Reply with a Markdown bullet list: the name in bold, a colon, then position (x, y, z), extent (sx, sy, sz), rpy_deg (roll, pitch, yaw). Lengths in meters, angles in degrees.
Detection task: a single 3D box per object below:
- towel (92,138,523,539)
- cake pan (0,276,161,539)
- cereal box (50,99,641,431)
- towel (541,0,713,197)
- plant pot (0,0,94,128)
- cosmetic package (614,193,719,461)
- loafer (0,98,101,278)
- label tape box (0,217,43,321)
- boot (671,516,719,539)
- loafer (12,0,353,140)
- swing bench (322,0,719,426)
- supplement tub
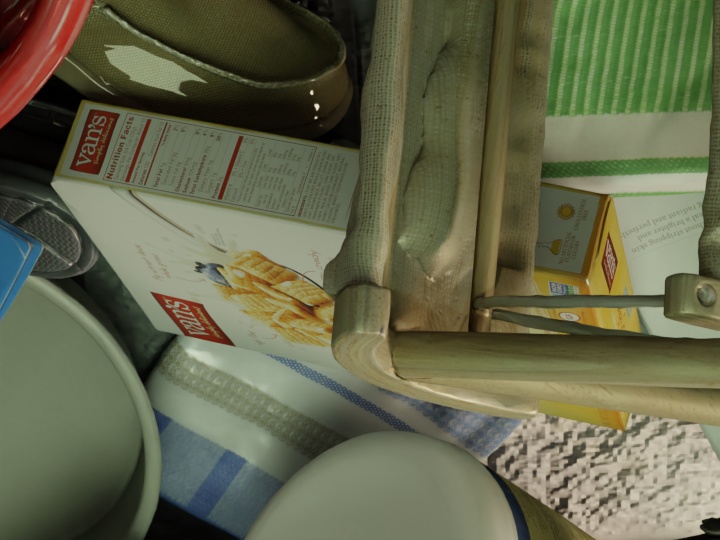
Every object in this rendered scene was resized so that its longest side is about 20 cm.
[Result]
- **towel**: position (-0.004, 0.048, 1.003), extent (0.147, 0.024, 0.200), rpy_deg (30, 120, -16)
- **cake pan**: position (-0.179, 0.063, 1.002), extent (0.200, 0.037, 0.200), rpy_deg (3, 120, 5)
- **cereal box**: position (0.000, 0.000, 0.880), extent (0.200, 0.040, 0.144), rpy_deg (10, 159, 17)
- **towel**: position (0.123, -0.126, 0.827), extent (0.152, 0.023, 0.200), rpy_deg (-2, 93, 3)
- **plant pot**: position (-0.158, -0.147, 0.703), extent (0.200, 0.183, 0.201), rpy_deg (2, 119, 4)
- **cosmetic package**: position (0.167, -0.001, 0.930), extent (0.113, 0.081, 0.200), rpy_deg (-21, 122, 16)
- **loafer**: position (-0.188, -0.054, 0.926), extent (0.200, 0.063, 0.072), rpy_deg (18, 141, 3)
- **label tape box**: position (-0.207, -0.004, 0.836), extent (0.144, 0.063, 0.200), rpy_deg (31, 162, -13)
- **boot**: position (0.179, 0.059, 0.889), extent (0.200, 0.069, 0.174), rpy_deg (-6, 123, -3)
- **loafer**: position (-0.091, -0.106, 0.871), extent (0.200, 0.076, 0.067), rpy_deg (20, 129, -11)
- **swing bench**: position (0.097, -0.056, 0.736), extent (0.200, 0.199, 0.130), rpy_deg (6, 167, 4)
- **supplement tub**: position (0.052, 0.167, 0.989), extent (0.144, 0.145, 0.200), rpy_deg (-34, 134, 22)
